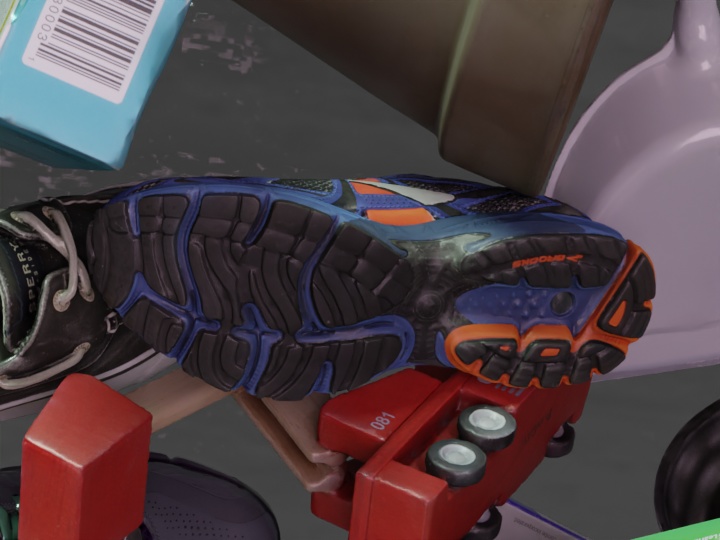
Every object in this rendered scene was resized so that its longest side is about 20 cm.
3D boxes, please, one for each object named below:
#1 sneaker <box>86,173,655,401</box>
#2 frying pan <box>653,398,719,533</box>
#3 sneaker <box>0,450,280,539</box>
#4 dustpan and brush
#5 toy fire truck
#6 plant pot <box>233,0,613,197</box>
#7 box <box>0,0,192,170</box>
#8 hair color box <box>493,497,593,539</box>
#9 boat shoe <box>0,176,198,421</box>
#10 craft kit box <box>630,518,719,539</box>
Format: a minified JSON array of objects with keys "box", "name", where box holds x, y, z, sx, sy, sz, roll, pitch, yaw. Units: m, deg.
[{"box":[0.000,0.000,0.817,0.199,0.078,0.076,7,110,-18],"name":"sneaker"},{"box":[0.206,0.080,0.883,0.189,0.115,0.031,-11,132,4],"name":"frying pan"},{"box":[-0.123,0.104,0.826,0.199,0.088,0.075,2,93,-12],"name":"sneaker"},{"box":[0.128,-0.056,0.864,0.139,0.057,0.201,-9,132,-2],"name":"dustpan and brush"},{"box":[-0.013,0.054,0.828,0.140,0.200,0.049,21,124,21],"name":"toy fire truck"},{"box":[0.015,-0.146,0.804,0.173,0.200,0.201,20,89,3],"name":"plant pot"},{"box":[-0.097,-0.078,0.764,0.049,0.200,0.083,23,88,-13],"name":"box"},{"box":[0.044,0.192,0.879,0.109,0.065,0.201,28,85,-12],"name":"hair color box"},{"box":[-0.119,0.013,0.810,0.199,0.064,0.071,-26,74,-27],"name":"boat shoe"},{"box":[0.081,0.192,0.777,0.199,0.049,0.198,-15,111,16],"name":"craft kit box"}]
